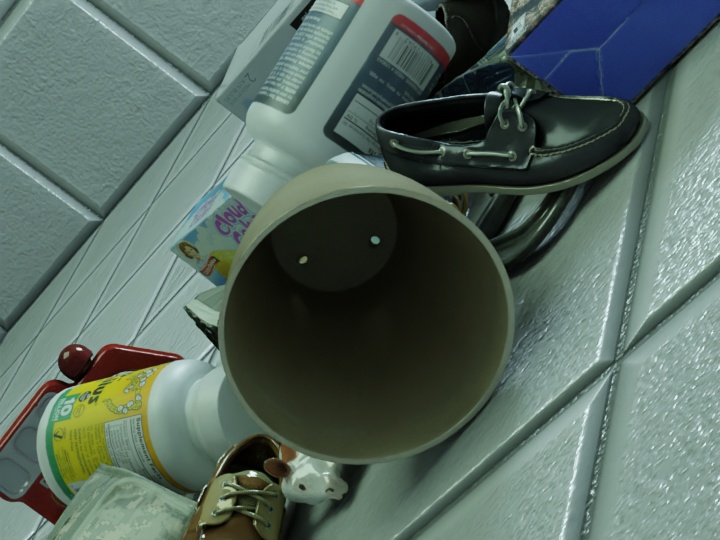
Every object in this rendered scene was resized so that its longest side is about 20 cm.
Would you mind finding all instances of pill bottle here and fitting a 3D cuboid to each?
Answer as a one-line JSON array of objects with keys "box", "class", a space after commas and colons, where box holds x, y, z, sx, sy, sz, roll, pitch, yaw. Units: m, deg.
[{"box": [-0.022, -0.128, 1.672, 0.200, 0.120, 0.120, -58, 12, -5], "class": "pill bottle"}, {"box": [-0.169, 0.137, 1.760, 0.200, 0.113, 0.113, -14, 34, 36], "class": "pill bottle"}]

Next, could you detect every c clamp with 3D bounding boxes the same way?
[{"box": [0.124, -0.064, 1.519, 0.171, 0.027, 0.200, -56, 11, -13], "class": "c clamp"}]

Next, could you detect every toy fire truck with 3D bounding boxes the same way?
[{"box": [-0.230, 0.156, 1.905, 0.200, 0.168, 0.112, -53, 12, -1], "class": "toy fire truck"}]

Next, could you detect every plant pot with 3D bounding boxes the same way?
[{"box": [-0.008, 0.002, 1.387, 0.187, 0.187, 0.200, -51, 19, 11], "class": "plant pot"}]

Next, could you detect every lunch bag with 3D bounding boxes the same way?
[{"box": [-0.189, 0.247, 1.620, 0.164, 0.118, 0.200, -56, 18, -13], "class": "lunch bag"}]

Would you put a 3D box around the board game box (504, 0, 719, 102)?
[{"box": [0.197, -0.230, 1.512, 0.159, 0.097, 0.200, -46, 19, 32], "class": "board game box"}]

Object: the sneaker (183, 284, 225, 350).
[{"box": [-0.094, 0.038, 1.813, 0.079, 0.074, 0.200, -47, 16, -16], "class": "sneaker"}]

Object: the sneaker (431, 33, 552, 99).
[{"box": [0.129, -0.158, 1.704, 0.200, 0.077, 0.085, -41, 5, 18], "class": "sneaker"}]

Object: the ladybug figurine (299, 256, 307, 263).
[{"box": [0.000, 0.000, 1.655, 0.200, 0.072, 0.136, -48, -7, -22], "class": "ladybug figurine"}]

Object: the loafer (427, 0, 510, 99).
[{"box": [0.061, -0.151, 1.777, 0.073, 0.071, 0.200, 55, 132, 54], "class": "loafer"}]

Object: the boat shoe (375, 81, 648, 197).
[{"box": [0.100, -0.096, 1.440, 0.200, 0.063, 0.073, -7, 43, 31], "class": "boat shoe"}]

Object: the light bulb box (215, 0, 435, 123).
[{"box": [0.011, -0.185, 1.888, 0.198, 0.200, 0.125, -46, 15, 30], "class": "light bulb box"}]

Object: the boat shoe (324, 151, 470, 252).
[{"box": [0.055, -0.040, 1.533, 0.200, 0.091, 0.071, 46, 142, 48], "class": "boat shoe"}]

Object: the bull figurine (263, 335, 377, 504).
[{"box": [-0.013, 0.090, 1.516, 0.121, 0.065, 0.200, -45, 16, 17], "class": "bull figurine"}]

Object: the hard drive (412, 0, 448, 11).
[{"box": [0.135, -0.257, 1.739, 0.200, 0.027, 0.132, -14, -2, 44], "class": "hard drive"}]

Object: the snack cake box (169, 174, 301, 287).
[{"box": [-0.073, -0.040, 1.821, 0.200, 0.115, 0.067, -36, 21, 57], "class": "snack cake box"}]

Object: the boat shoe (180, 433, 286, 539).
[{"box": [-0.089, 0.177, 1.480, 0.200, 0.076, 0.074, -86, 12, -69], "class": "boat shoe"}]
